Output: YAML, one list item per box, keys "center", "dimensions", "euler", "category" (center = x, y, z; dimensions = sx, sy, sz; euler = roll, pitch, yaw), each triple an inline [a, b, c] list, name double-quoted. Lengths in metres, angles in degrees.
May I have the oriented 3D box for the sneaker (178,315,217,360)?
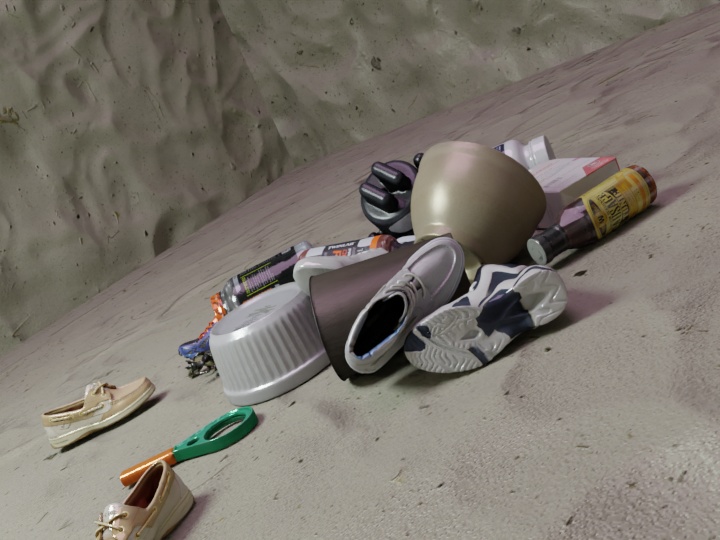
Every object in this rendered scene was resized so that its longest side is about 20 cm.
- center: [-0.247, 0.096, 1.587]
  dimensions: [0.198, 0.080, 0.075]
  euler: [-30, 13, -15]
  category: "sneaker"

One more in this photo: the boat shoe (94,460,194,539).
- center: [-0.253, 0.280, 0.937]
  dimensions: [0.073, 0.070, 0.200]
  euler: [-20, 15, 23]
  category: "boat shoe"

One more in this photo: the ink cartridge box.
- center: [0.309, -0.122, 1.368]
  dimensions: [0.115, 0.068, 0.199]
  euler: [-30, 15, -15]
  category: "ink cartridge box"

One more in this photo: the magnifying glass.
- center: [-0.229, 0.235, 1.162]
  dimensions: [0.197, 0.023, 0.080]
  euler: [-28, 14, 1]
  category: "magnifying glass"

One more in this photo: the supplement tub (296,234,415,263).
- center: [0.004, 0.004, 1.367]
  dimensions: [0.196, 0.109, 0.107]
  euler: [-11, 18, 21]
  category: "supplement tub"

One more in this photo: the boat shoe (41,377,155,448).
- center: [-0.446, 0.226, 1.469]
  dimensions: [0.197, 0.070, 0.074]
  euler: [-28, 13, -4]
  category: "boat shoe"

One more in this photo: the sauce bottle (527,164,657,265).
- center: [0.315, -0.072, 1.185]
  dimensions: [0.198, 0.067, 0.066]
  euler: [-34, 15, -17]
  category: "sauce bottle"

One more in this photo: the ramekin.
- center: [-0.131, 0.101, 1.294]
  dimensions: [0.197, 0.107, 0.200]
  euler: [-25, 14, 6]
  category: "ramekin"

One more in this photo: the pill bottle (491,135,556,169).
- center: [0.247, -0.163, 1.541]
  dimensions: [0.197, 0.113, 0.111]
  euler: [-21, 14, 23]
  category: "pill bottle"

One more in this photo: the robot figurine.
- center: [0.075, -0.116, 1.534]
  dimensions: [0.148, 0.127, 0.199]
  euler: [-26, -30, 19]
  category: "robot figurine"

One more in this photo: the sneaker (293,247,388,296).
- center: [0.000, 0.000, 1.264]
  dimensions: [0.195, 0.076, 0.090]
  euler: [8, 47, -8]
  category: "sneaker"

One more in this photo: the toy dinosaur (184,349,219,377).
- center: [-0.234, 0.150, 1.445]
  dimensions: [0.197, 0.048, 0.088]
  euler: [-15, 11, 31]
  category: "toy dinosaur"

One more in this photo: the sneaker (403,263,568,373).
- center: [0.142, 0.050, 1.036]
  dimensions: [0.197, 0.080, 0.130]
  euler: [-33, 5, 5]
  category: "sneaker"

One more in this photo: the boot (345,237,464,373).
- center: [0.056, 0.037, 1.022]
  dimensions: [0.201, 0.073, 0.096]
  euler: [-52, -7, -8]
  category: "boot"

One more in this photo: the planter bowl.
- center: [0.153, -0.068, 1.253]
  dimensions: [0.198, 0.200, 0.136]
  euler: [-9, 47, 51]
  category: "planter bowl"

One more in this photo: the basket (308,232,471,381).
- center: [0.047, 0.039, 1.143]
  dimensions: [0.196, 0.138, 0.181]
  euler: [-21, 18, 5]
  category: "basket"

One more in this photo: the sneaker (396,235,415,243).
- center: [0.073, -0.029, 1.455]
  dimensions: [0.198, 0.074, 0.071]
  euler: [-12, 24, 49]
  category: "sneaker"

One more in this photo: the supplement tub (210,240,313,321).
- center: [-0.151, 0.044, 1.504]
  dimensions: [0.197, 0.124, 0.123]
  euler: [-26, 13, -1]
  category: "supplement tub"
